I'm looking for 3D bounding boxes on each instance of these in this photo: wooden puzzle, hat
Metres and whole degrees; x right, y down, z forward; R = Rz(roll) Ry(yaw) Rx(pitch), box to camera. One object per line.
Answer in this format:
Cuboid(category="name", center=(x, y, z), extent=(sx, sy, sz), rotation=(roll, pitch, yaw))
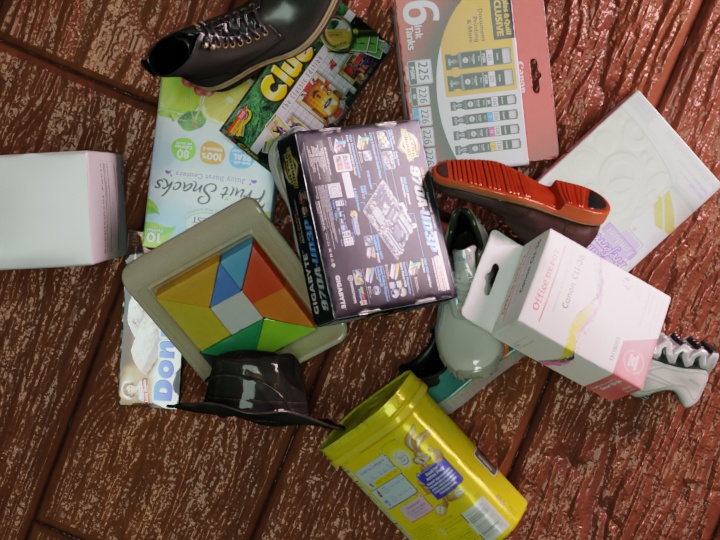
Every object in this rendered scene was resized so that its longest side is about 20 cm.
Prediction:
Cuboid(category="wooden puzzle", center=(-0.140, 0.039, 1.621), extent=(0.184, 0.037, 0.200), rotation=(-28, 114, 17))
Cuboid(category="hat", center=(-0.111, 0.127, 1.606), extent=(0.199, 0.201, 0.082), rotation=(6, 81, 0))

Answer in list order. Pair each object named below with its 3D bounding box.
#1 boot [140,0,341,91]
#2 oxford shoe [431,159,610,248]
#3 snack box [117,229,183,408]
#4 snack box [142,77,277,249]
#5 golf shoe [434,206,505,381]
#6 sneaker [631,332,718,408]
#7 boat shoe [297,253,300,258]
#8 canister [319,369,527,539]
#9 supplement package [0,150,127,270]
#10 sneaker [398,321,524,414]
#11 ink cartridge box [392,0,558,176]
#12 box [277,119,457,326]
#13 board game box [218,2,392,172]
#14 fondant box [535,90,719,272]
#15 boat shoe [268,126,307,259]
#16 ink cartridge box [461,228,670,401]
Cuboid(category="boot", center=(-0.121, -0.252, 1.523), extent=(0.200, 0.138, 0.078), rotation=(-38, 79, 21))
Cuboid(category="oxford shoe", center=(0.166, -0.065, 1.578), extent=(0.199, 0.071, 0.073), rotation=(16, 122, -7))
Cuboid(category="snack box", center=(-0.237, 0.056, 1.678), extent=(0.071, 0.024, 0.202), rotation=(4, 93, -2))
Cuboid(category="snack box", center=(-0.162, -0.117, 1.641), extent=(0.141, 0.053, 0.202), rotation=(6, 87, 1))
Cuboid(category="golf shoe", center=(0.111, 0.022, 1.588), extent=(0.078, 0.097, 0.201), rotation=(-9, 52, 8))
Cuboid(category="sneaker", center=(0.301, 0.101, 1.653), extent=(0.199, 0.075, 0.082), rotation=(15, 103, 0))
Cuboid(category="boat shoe", center=(0.000, 0.000, 1.656), extent=(0.199, 0.072, 0.071), rotation=(-13, 102, 12))
Cuboid(category="canister", center=(0.071, 0.228, 1.632), extent=(0.200, 0.087, 0.148), rotation=(47, 131, -5))
Cuboid(category="supplement package", center=(-0.331, -0.066, 1.584), extent=(0.120, 0.200, 0.121), rotation=(-3, 93, 2))
Cuboid(category="sneaker", center=(0.130, 0.075, 1.640), extent=(0.200, 0.071, 0.080), rotation=(-44, 120, 4))
Cuboid(category="ink cartridge box", center=(0.131, -0.212, 1.626), extent=(0.174, 0.084, 0.202), rotation=(-7, 94, 0))
Cuboid(category="box", center=(0.008, -0.053, 1.536), extent=(0.158, 0.046, 0.202), rotation=(-10, 85, -32))
Cuboid(category="board game box", center=(-0.059, -0.203, 1.622), extent=(0.105, 0.023, 0.201), rotation=(37, 77, -14))
Cuboid(category="fondant box", center=(0.282, -0.081, 1.645), extent=(0.200, 0.058, 0.144), rotation=(-43, 92, 4))
Cuboid(category="boat shoe", center=(-0.037, -0.058, 1.574), extent=(0.074, 0.065, 0.203), rotation=(-22, 91, -16))
Cuboid(category="ink cartridge box", center=(0.218, 0.039, 1.552), extent=(0.199, 0.067, 0.117), rotation=(28, 66, -12))
